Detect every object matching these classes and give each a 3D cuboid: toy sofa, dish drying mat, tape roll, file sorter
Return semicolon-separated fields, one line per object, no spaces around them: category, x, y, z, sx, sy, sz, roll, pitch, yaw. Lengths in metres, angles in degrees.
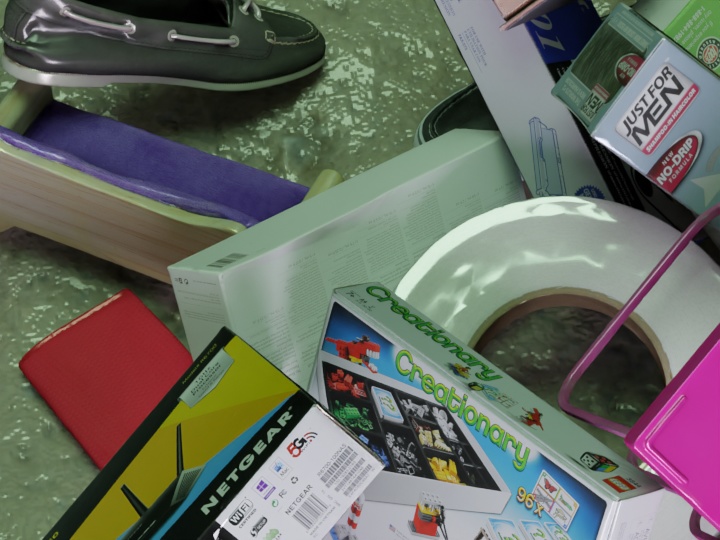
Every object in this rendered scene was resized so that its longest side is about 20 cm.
toy sofa;-0.113;-0.044;1.579;0.200;0.098;0.083;20;55;21
dish drying mat;-0.094;0.092;1.517;0.077;0.018;0.200;-31;56;-18
tape roll;0.101;0.065;1.454;0.202;0.037;0.203;-1;79;4
file sorter;0.212;0.079;1.360;0.139;0.200;0.125;-50;18;-6

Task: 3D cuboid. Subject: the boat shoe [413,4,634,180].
boat shoe;0.122;-0.108;1.631;0.200;0.066;0.070;-17;51;-9

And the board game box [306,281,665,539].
board game box;0.046;0.107;1.372;0.035;0.126;0.200;-9;34;-42

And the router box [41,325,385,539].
router box;-0.091;0.131;1.363;0.200;0.051;0.149;-50;22;-3

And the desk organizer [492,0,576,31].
desk organizer;0.124;-0.193;1.540;0.077;0.072;0.200;58;34;3

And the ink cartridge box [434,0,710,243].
ink cartridge box;0.105;-0.092;1.545;0.044;0.094;0.200;-30;82;29

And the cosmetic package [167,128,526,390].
cosmetic package;0.000;0.000;1.508;0.200;0.083;0.051;-26;19;-35

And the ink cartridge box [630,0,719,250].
ink cartridge box;0.221;-0.071;1.553;0.117;0.200;0.067;-47;19;-29

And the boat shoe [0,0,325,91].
boat shoe;-0.102;-0.136;1.632;0.200;0.057;0.067;-5;30;-31

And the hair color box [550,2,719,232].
hair color box;0.195;-0.043;1.445;0.061;0.200;0.099;-53;15;7
